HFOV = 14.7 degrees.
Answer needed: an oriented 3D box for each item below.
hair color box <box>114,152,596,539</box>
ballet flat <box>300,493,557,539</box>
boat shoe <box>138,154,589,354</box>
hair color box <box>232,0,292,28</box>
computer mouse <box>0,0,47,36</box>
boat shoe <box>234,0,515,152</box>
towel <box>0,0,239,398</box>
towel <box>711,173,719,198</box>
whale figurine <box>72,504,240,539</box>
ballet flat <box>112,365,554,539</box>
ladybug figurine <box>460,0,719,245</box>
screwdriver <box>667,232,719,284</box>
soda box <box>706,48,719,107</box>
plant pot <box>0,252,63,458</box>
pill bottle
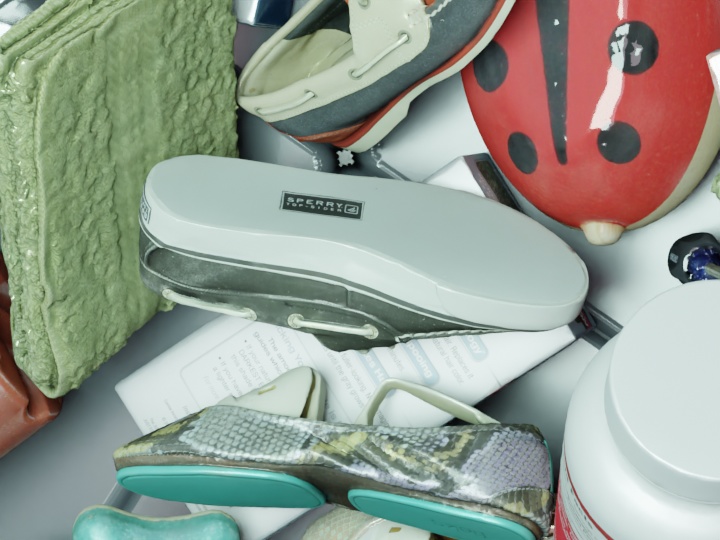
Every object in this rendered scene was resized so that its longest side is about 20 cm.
[{"bbox_3d":[-0.003,0.040,1.299,0.200,0.061,0.099,-33,85,15],"label":"hair color box"},{"bbox_3d":[0.054,0.130,1.289,0.200,0.062,0.068,-9,91,15],"label":"ballet flat"},{"bbox_3d":[0.000,0.000,1.236,0.200,0.071,0.064,13,129,5],"label":"boat shoe"},{"bbox_3d":[-0.066,-0.220,1.299,0.100,0.061,0.200,14,97,14],"label":"hair color box"},{"bbox_3d":[-0.156,-0.112,1.259,0.200,0.110,0.044,-36,114,8],"label":"computer mouse"},{"bbox_3d":[0.013,-0.117,1.233,0.063,0.200,0.071,18,56,-21],"label":"boat shoe"},{"bbox_3d":[-0.108,-0.053,1.245,0.036,0.148,0.200,24,136,30],"label":"towel"},{"bbox_3d":[0.264,-0.002,1.232,0.148,0.036,0.200,-40,84,15],"label":"towel"},{"bbox_3d":[-0.099,0.205,1.284,0.159,0.104,0.200,5,117,-7],"label":"whale figurine"},{"bbox_3d":[-0.009,0.079,1.247,0.200,0.072,0.072,7,95,13],"label":"ballet flat"},{"bbox_3d":[0.100,-0.111,1.247,0.136,0.072,0.200,-8,87,26],"label":"ladybug figurine"},{"bbox_3d":[0.147,0.003,1.187,0.028,0.200,0.029,41,98,-1],"label":"screwdriver"},{"bbox_3d":[0.209,-0.007,1.188,0.068,0.064,0.200,-16,92,18],"label":"soda box"},{"bbox_3d":[-0.258,0.053,1.307,0.195,0.201,0.201,-31,85,7],"label":"plant pot"},{"bbox_3d":[0.138,0.085,1.147,0.112,0.200,0.112,0,64,1],"label":"pill bottle"}]
